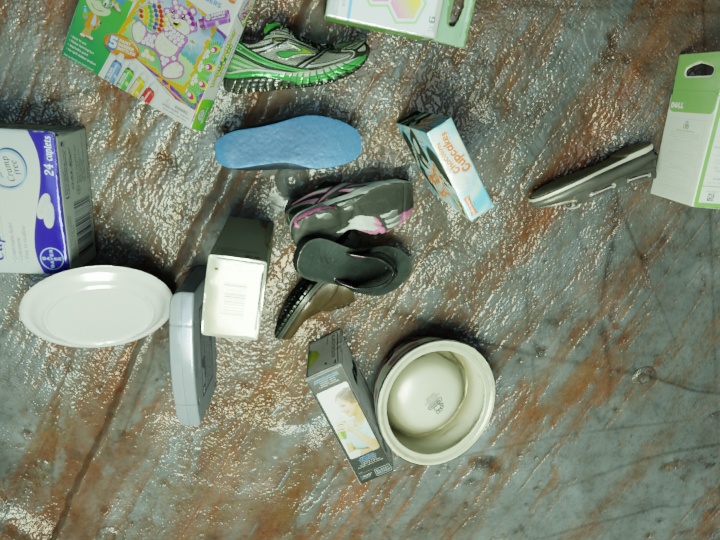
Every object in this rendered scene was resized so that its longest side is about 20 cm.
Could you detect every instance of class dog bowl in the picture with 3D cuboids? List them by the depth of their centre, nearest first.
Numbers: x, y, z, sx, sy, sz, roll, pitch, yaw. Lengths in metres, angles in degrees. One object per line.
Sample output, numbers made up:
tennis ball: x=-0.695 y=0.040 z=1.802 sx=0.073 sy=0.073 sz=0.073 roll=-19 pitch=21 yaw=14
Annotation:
dog bowl: x=0.108 y=0.195 z=0.899 sx=0.196 sy=0.074 sz=0.204 roll=-4 pitch=102 yaw=-17

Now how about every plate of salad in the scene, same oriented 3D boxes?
plate of salad: x=-0.366 y=0.048 z=0.806 sx=0.196 sy=0.049 sz=0.201 roll=-14 pitch=147 yaw=-9

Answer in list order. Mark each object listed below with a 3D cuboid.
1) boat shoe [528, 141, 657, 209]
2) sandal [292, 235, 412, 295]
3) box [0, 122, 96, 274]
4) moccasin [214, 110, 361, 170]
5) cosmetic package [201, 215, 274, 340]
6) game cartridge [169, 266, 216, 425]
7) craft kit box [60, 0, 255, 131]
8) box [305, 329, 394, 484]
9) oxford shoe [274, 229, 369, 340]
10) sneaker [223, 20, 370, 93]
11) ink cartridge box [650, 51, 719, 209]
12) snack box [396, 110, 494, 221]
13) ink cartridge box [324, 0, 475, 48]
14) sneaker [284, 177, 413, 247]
boat shoe: x=0.345 y=-0.124 z=0.838 sx=0.197 sy=0.067 sz=0.058 roll=-25 pitch=104 yaw=-1
sandal: x=-0.001 y=0.001 z=0.796 sx=0.198 sy=0.048 sz=0.077 roll=6 pitch=106 yaw=-37
box: x=-0.472 y=-0.097 z=0.754 sx=0.196 sy=0.105 sz=0.188 roll=1 pitch=107 yaw=-5
moccasin: x=-0.098 y=-0.177 z=0.783 sx=0.196 sy=0.068 sz=0.082 roll=0 pitch=100 yaw=-6
cosmetic package: x=-0.158 y=0.002 z=0.763 sx=0.070 sy=0.200 sz=0.107 roll=8 pitch=109 yaw=-8
game cartridge: x=-0.240 y=0.110 z=0.826 sx=0.040 sy=0.133 sz=0.204 roll=0 pitch=107 yaw=-6
craft kit box: x=-0.248 y=-0.312 z=0.712 sx=0.198 sy=0.049 sz=0.200 roll=28 pitch=101 yaw=3
box: x=-0.017 y=0.209 z=0.888 sx=0.059 sy=0.117 sz=0.203 roll=-23 pitch=110 yaw=5
oxford shoe: x=-0.051 y=0.039 z=0.853 sx=0.084 sy=0.073 sz=0.200 roll=40 pitch=102 yaw=-20
sneaker: x=-0.085 y=-0.281 z=0.743 sx=0.196 sy=0.078 sz=0.087 roll=-6 pitch=108 yaw=-3
ink cartridge box: x=0.484 y=-0.197 z=0.807 sx=0.058 sy=0.104 sz=0.204 roll=2 pitch=107 yaw=-6
snack box: x=0.103 y=-0.142 z=0.739 sx=0.037 sy=0.200 sz=0.117 roll=-30 pitch=108 yaw=3
ink cartridge box: x=0.058 y=-0.358 z=0.731 sx=0.196 sy=0.059 sz=0.106 roll=9 pitch=107 yaw=-7
sneaker: x=-0.018 y=-0.100 z=0.810 sx=0.197 sy=0.087 sz=0.081 roll=-14 pitch=132 yaw=-23
